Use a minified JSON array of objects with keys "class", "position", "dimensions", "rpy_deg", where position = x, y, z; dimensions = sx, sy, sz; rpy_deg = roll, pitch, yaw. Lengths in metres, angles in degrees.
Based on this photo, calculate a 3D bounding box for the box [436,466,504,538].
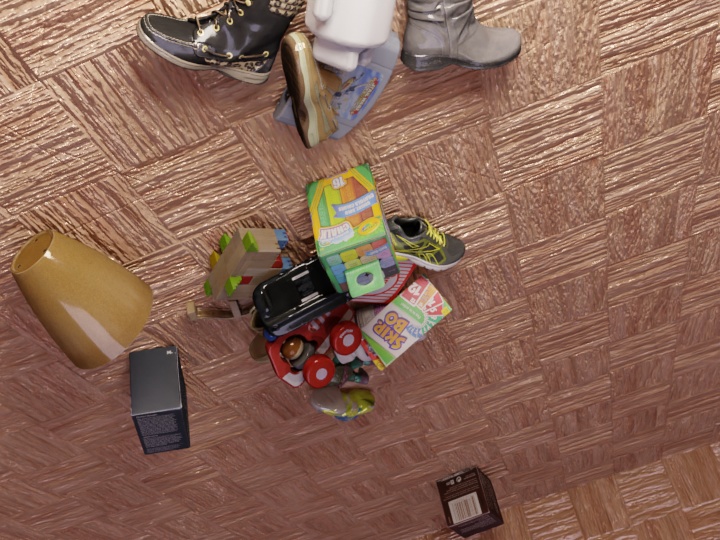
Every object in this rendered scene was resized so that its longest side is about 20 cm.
[{"class":"box","position":[0.387,0.821,2.653],"dimensions":[0.163,0.167,0.200],"rpy_deg":[-24,144,13]}]

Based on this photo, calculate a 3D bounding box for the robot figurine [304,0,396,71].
[{"class":"robot figurine","position":[-0.007,-0.356,0.928],"dimensions":[0.111,0.170,0.204],"rpy_deg":[23,122,16]}]

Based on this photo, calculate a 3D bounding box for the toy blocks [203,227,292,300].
[{"class":"toy blocks","position":[-0.190,-0.011,1.391],"dimensions":[0.134,0.102,0.201],"rpy_deg":[-1,145,-38]}]

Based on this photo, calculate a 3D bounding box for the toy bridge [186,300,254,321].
[{"class":"toy bridge","position":[-0.255,0.071,1.519],"dimensions":[0.194,0.028,0.068],"rpy_deg":[-14,146,-4]}]

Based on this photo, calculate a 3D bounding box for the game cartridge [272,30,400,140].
[{"class":"game cartridge","position":[-0.031,-0.281,1.115],"dimensions":[0.130,0.042,0.201],"rpy_deg":[14,136,-28]}]

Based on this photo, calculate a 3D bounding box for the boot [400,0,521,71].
[{"class":"boot","position":[0.151,-0.356,1.055],"dimensions":[0.195,0.070,0.134],"rpy_deg":[-12,136,-18]}]

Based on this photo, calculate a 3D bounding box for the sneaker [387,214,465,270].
[{"class":"sneaker","position":[0.124,-0.056,1.442],"dimensions":[0.195,0.076,0.085],"rpy_deg":[4,141,-24]}]

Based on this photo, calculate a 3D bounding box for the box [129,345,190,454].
[{"class":"box","position":[-0.437,0.286,1.640],"dimensions":[0.104,0.151,0.202],"rpy_deg":[-6,144,-11]}]

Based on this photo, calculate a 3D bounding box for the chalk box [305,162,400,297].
[{"class":"chalk box","position":[-0.010,-0.054,1.286],"dimensions":[0.122,0.204,0.125],"rpy_deg":[-18,145,6]}]

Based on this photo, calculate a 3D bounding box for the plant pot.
[{"class":"plant pot","position":[-0.485,0.033,1.274],"dimensions":[0.183,0.189,0.201],"rpy_deg":[-24,132,14]}]

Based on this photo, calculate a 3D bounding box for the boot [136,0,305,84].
[{"class":"boot","position":[-0.173,-0.328,0.965],"dimensions":[0.196,0.075,0.151],"rpy_deg":[10,139,-36]}]

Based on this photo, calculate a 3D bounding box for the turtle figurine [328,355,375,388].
[{"class":"turtle figurine","position":[-0.057,0.224,1.745],"dimensions":[0.196,0.103,0.150],"rpy_deg":[6,140,-36]}]

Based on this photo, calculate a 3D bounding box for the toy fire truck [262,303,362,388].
[{"class":"toy fire truck","position":[-0.105,0.120,1.457],"dimensions":[0.201,0.112,0.168],"rpy_deg":[-50,125,-1]}]

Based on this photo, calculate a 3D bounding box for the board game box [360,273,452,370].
[{"class":"board game box","position":[0.086,0.108,1.552],"dimensions":[0.199,0.096,0.030],"rpy_deg":[-41,172,9]}]

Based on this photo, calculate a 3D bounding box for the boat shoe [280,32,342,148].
[{"class":"boat shoe","position":[-0.063,-0.260,1.056],"dimensions":[0.074,0.073,0.201],"rpy_deg":[-22,155,-9]}]

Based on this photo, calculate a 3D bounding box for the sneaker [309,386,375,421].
[{"class":"sneaker","position":[-0.059,0.356,1.937],"dimensions":[0.196,0.077,0.105],"rpy_deg":[11,139,-33]}]

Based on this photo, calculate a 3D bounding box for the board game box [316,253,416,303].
[{"class":"board game box","position":[0.000,0.000,1.497],"dimensions":[0.195,0.047,0.153],"rpy_deg":[3,141,-24]}]

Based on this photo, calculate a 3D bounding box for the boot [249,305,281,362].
[{"class":"boot","position":[-0.185,0.118,1.535],"dimensions":[0.198,0.073,0.154],"rpy_deg":[-37,159,19]}]

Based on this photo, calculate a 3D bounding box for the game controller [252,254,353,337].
[{"class":"game controller","position":[-0.098,0.039,1.384],"dimensions":[0.196,0.106,0.042],"rpy_deg":[-27,-175,-9]}]

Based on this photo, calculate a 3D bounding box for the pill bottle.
[{"class":"pill bottle","position":[0.037,0.129,1.630],"dimensions":[0.196,0.114,0.113],"rpy_deg":[-22,145,10]}]
